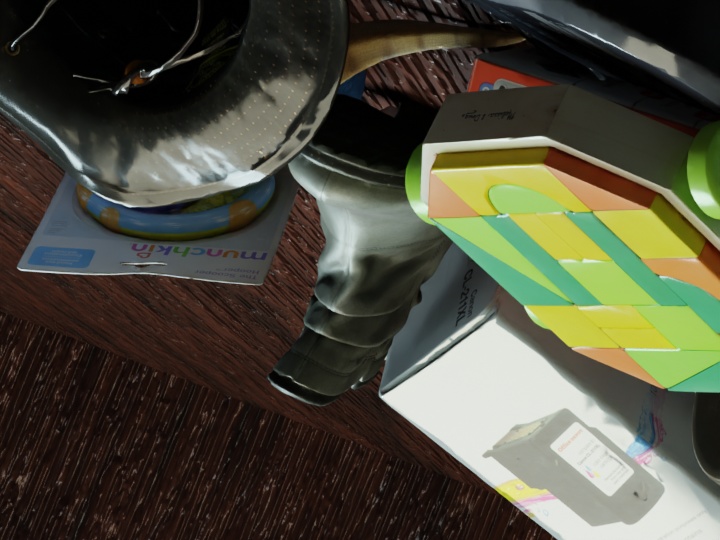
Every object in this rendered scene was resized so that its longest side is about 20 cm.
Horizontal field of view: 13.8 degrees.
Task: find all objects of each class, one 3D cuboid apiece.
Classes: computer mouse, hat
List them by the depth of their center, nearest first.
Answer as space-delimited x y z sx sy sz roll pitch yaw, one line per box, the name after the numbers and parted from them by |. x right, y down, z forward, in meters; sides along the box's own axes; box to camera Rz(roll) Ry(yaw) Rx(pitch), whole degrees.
0.077 -0.104 1.033 0.138 0.053 0.200 28 -179 -28 | computer mouse
-0.080 -0.128 1.114 0.199 0.202 0.081 19 -145 18 | hat

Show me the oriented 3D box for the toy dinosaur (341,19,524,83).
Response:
-0.032 -0.089 1.293 0.060 0.199 0.107 63 -176 -60 | toy dinosaur

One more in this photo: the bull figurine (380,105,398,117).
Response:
0.060 -0.007 1.494 0.199 0.122 0.065 17 -153 -13 | bull figurine

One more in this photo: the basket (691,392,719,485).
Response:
0.253 0.074 1.263 0.199 0.181 0.136 26 174 -19 | basket

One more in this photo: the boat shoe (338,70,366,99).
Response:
-0.098 -0.100 1.381 0.199 0.085 0.069 21 -176 -2 | boat shoe

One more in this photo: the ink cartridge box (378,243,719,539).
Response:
0.113 0.048 1.389 0.200 0.146 0.083 39 127 -20 | ink cartridge box

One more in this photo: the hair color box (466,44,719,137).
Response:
0.144 -0.031 1.153 0.199 0.064 0.111 20 -165 17 | hair color box

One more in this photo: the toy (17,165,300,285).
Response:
-0.086 -0.060 1.421 0.114 0.048 0.200 3 -154 8 | toy

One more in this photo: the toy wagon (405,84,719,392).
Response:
0.111 0.002 1.058 0.200 0.040 0.155 42 155 -31 | toy wagon

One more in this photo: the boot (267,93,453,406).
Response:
0.000 0.000 1.235 0.067 0.131 0.200 28 -171 13 | boot
